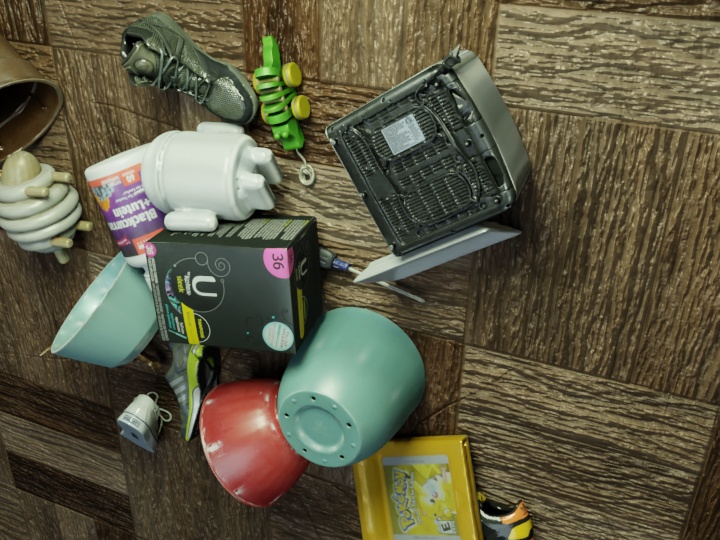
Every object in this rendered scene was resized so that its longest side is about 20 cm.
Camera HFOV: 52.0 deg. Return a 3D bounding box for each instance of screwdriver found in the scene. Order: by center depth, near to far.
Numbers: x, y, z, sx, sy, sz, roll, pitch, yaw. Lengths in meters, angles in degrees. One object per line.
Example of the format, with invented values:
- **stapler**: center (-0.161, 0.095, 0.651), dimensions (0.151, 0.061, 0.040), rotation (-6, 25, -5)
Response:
- **screwdriver**: center (0.000, 0.000, 1.026), dimensions (0.198, 0.028, 0.029), rotation (19, 93, 14)

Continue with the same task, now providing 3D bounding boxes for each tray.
- **tray**: center (0.093, -0.024, 0.928), dimensions (0.199, 0.107, 0.022), rotation (-22, 80, 33)

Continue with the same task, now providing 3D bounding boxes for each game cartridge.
- **game cartridge**: center (0.082, 0.343, 1.119), dimensions (0.198, 0.032, 0.178), rotation (-11, 86, 30)

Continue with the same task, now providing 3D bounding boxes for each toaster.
- **toaster**: center (0.088, -0.140, 0.853), dimensions (0.199, 0.119, 0.182), rotation (-23, 105, 33)

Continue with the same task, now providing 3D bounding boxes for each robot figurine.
- **robot figurine**: center (-0.207, -0.127, 0.987), dimensions (0.198, 0.171, 0.113), rotation (6, 151, 15)

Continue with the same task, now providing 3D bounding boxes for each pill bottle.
- **pill bottle**: center (-0.310, -0.074, 1.083), dimensions (0.111, 0.111, 0.202), rotation (-11, 110, 29)

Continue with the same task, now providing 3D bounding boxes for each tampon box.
- **tampon box**: center (-0.165, 0.012, 1.001), dimensions (0.198, 0.126, 0.151), rotation (3, 114, 15)

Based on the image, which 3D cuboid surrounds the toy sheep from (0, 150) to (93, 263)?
- **toy sheep**: center (-0.500, -0.093, 1.156), dimensions (0.137, 0.138, 0.202), rotation (5, 123, 23)

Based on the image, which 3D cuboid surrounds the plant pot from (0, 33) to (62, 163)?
- **plant pot**: center (-0.575, -0.282, 1.065), dimensions (0.200, 0.200, 0.199), rotation (-40, 86, 35)

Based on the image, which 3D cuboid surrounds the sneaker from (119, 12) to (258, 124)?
- **sneaker**: center (-0.230, -0.249, 0.954), dimensions (0.199, 0.114, 0.076), rotation (41, 127, -1)

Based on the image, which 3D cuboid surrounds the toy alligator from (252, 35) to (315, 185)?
- **toy alligator**: center (-0.100, -0.197, 0.953), dimensions (0.059, 0.054, 0.202), rotation (-3, 114, 27)

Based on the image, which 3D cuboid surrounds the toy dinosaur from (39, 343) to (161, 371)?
- **toy dinosaur**: center (-0.429, 0.120, 1.240), dimensions (0.199, 0.106, 0.061), rotation (17, 96, -28)

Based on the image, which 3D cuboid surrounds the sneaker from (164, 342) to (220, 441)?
- **sneaker**: center (-0.287, 0.197, 1.245), dimensions (0.080, 0.074, 0.202), rotation (20, 115, 23)

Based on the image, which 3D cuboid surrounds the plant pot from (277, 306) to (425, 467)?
- **plant pot**: center (-0.025, 0.180, 1.048), dimensions (0.199, 0.161, 0.202), rotation (11, 120, 20)

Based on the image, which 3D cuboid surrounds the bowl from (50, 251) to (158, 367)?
- **bowl**: center (-0.382, 0.073, 1.162), dimensions (0.105, 0.202, 0.200), rotation (40, 128, -22)

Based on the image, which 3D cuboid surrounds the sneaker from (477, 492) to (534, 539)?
- **sneaker**: center (0.167, 0.380, 1.127), dimensions (0.198, 0.070, 0.091), rotation (-6, 93, 31)

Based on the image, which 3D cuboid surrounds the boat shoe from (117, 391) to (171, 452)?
- **boat shoe**: center (-0.383, 0.261, 1.318), dimensions (0.074, 0.086, 0.202), rotation (27, 153, 5)

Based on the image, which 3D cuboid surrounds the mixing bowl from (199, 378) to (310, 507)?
- **mixing bowl**: center (-0.134, 0.242, 1.122), dimensions (0.108, 0.200, 0.201), rotation (-31, 100, 23)
